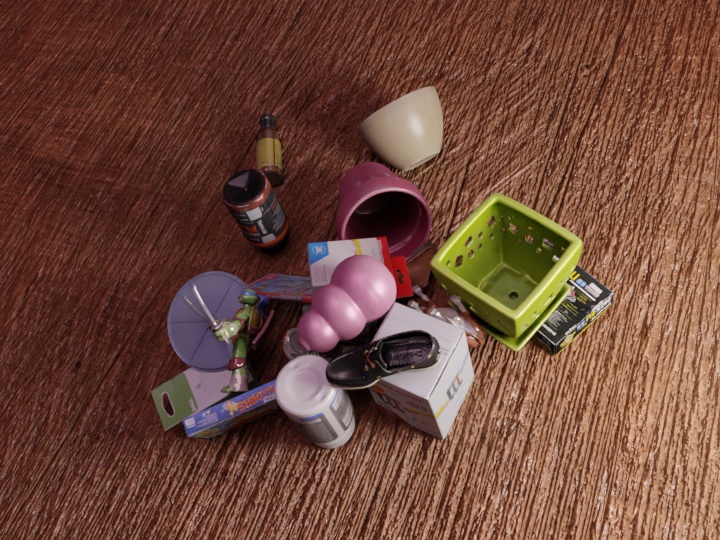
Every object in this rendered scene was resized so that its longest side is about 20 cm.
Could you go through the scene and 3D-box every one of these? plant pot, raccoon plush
[{"bbox_3d":[0.034,-0.132,1.570,0.198,0.201,0.180,-22,39,0],"label":"plant pot"},{"bbox_3d":[-0.026,0.093,1.437,0.200,0.134,0.097,-39,29,16],"label":"raccoon plush"},{"bbox_3d":[0.109,-0.305,1.670,0.199,0.200,0.135,-28,90,-4],"label":"plant pot"},{"bbox_3d":[0.268,0.015,1.349,0.199,0.182,0.199,35,72,31],"label":"plant pot"}]

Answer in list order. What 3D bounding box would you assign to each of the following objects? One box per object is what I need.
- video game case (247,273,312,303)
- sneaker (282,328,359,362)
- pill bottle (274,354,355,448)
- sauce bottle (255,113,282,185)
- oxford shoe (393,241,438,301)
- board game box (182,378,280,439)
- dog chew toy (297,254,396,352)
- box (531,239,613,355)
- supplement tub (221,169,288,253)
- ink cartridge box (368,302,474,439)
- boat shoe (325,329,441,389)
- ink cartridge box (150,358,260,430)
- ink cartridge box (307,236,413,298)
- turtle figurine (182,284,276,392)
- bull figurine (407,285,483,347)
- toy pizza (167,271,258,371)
[{"bbox_3d":[-0.129,0.038,1.540,0.198,0.143,0.018,5,104,18],"label":"video game case"},{"bbox_3d":[-0.050,0.150,1.365,0.199,0.082,0.078,21,58,-19],"label":"sneaker"},{"bbox_3d":[-0.076,0.245,1.341,0.113,0.201,0.115,-6,57,10],"label":"pill bottle"},{"bbox_3d":[-0.224,-0.299,1.812,0.065,0.066,0.201,-10,54,8],"label":"sauce bottle"},{"bbox_3d":[0.100,0.025,1.515,0.200,0.072,0.071,-42,61,-15],"label":"oxford shoe"},{"bbox_3d":[-0.222,0.264,1.406,0.198,0.135,0.035,-23,74,0],"label":"board game box"},{"bbox_3d":[-0.030,0.066,1.313,0.200,0.125,0.124,-43,58,-14],"label":"dog chew toy"},{"bbox_3d":[0.362,0.045,1.443,0.159,0.049,0.200,-38,56,-13],"label":"box"},{"bbox_3d":[-0.219,-0.120,1.612,0.106,0.201,0.108,-8,56,11],"label":"supplement tub"},{"bbox_3d":[0.106,0.183,1.331,0.144,0.201,0.145,20,65,26],"label":"ink cartridge box"},{"bbox_3d":[0.033,0.144,1.222,0.199,0.063,0.074,-14,60,10],"label":"boat shoe"},{"bbox_3d":[-0.309,0.242,1.490,0.199,0.059,0.104,-30,55,-5],"label":"ink cartridge box"},{"bbox_3d":[0.000,0.000,1.448,0.198,0.068,0.117,-6,48,-5],"label":"ink cartridge box"},{"bbox_3d":[-0.264,0.132,1.397,0.143,0.199,0.196,-10,78,46],"label":"turtle figurine"},{"bbox_3d":[0.148,0.093,1.390,0.065,0.122,0.199,-52,30,-21],"label":"bull figurine"},{"bbox_3d":[-0.296,0.103,1.497,0.198,0.032,0.202,-2,81,11],"label":"toy pizza"}]
